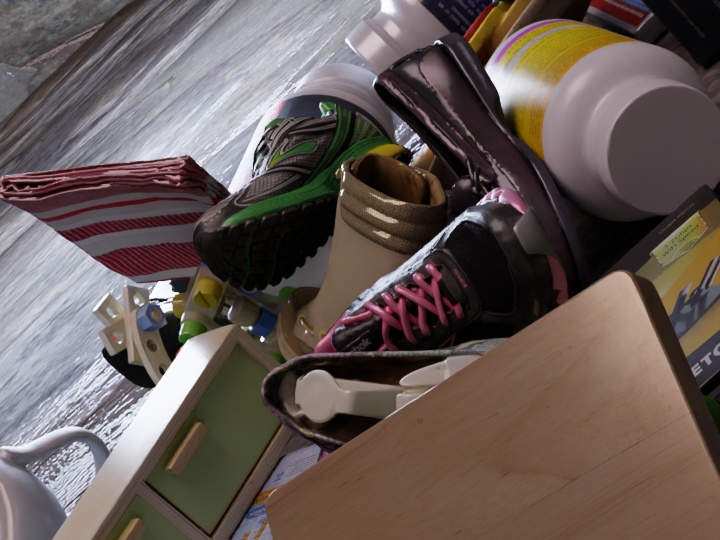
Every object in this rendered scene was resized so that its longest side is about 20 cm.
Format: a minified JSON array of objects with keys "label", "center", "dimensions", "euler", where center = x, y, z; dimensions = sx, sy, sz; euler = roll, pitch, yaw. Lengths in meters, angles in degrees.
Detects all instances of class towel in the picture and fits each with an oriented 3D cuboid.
[{"label":"towel","center":[-0.143,-0.028,1.229],"dimensions":[0.144,0.200,0.023],"euler":[-4,70,20]}]

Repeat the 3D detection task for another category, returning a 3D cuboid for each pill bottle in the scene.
[{"label":"pill bottle","center":[-0.034,-0.072,1.378],"dimensions":[0.119,0.120,0.200],"euler":[-34,23,34]},{"label":"pill bottle","center":[0.145,-0.089,1.052],"dimensions":[0.104,0.104,0.200],"euler":[-47,19,1]},{"label":"pill bottle","center":[0.088,-0.225,1.424],"dimensions":[0.200,0.116,0.116],"euler":[-46,19,5]}]

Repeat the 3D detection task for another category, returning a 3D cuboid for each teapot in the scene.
[{"label":"teapot","center":[-0.275,0.228,1.280],"dimensions":[0.199,0.146,0.198],"euler":[-23,56,17]}]

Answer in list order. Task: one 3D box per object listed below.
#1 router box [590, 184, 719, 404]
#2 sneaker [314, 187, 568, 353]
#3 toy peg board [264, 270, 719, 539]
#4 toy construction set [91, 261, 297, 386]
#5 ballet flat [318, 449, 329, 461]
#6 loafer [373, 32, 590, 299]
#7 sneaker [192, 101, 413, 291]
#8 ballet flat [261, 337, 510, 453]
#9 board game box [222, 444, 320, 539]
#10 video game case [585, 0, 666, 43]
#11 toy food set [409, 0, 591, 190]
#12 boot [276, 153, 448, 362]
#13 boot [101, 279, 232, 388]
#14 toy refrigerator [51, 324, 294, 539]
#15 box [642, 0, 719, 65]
[{"label":"router box","center":[0.130,0.065,0.861],"dimensions":[0.200,0.052,0.157],"euler":[-43,19,11]},{"label":"sneaker","center":[0.034,0.023,0.921],"dimensions":[0.095,0.079,0.200],"euler":[-23,-9,-27]},{"label":"toy peg board","center":[0.087,0.141,0.710],"dimensions":[0.200,0.098,0.200],"euler":[-35,58,27]},{"label":"toy construction set","center":[-0.114,0.052,1.274],"dimensions":[0.200,0.131,0.092],"euler":[-16,47,51]},{"label":"ballet flat","center":[0.013,0.146,0.900],"dimensions":[0.200,0.069,0.071],"euler":[-114,36,-61]},{"label":"loafer","center":[0.069,-0.054,1.042],"dimensions":[0.063,0.072,0.200],"euler":[-20,56,-8]},{"label":"sneaker","center":[-0.051,-0.053,1.186],"dimensions":[0.200,0.085,0.078],"euler":[-35,-21,-51]},{"label":"ballet flat","center":[0.026,0.065,0.839],"dimensions":[0.200,0.071,0.069],"euler":[-3,82,46]},{"label":"board game box","center":[-0.072,0.197,1.048],"dimensions":[0.200,0.041,0.200],"euler":[-25,29,49]},{"label":"video game case","center":[0.250,-0.250,1.277],"dimensions":[0.200,0.017,0.143],"euler":[-45,19,5]},{"label":"toy food set","center":[0.098,-0.140,1.232],"dimensions":[0.198,0.049,0.200],"euler":[-55,-9,-3]},{"label":"boot","center":[0.000,0.000,1.118],"dimensions":[0.200,0.073,0.156],"euler":[-132,46,-67]},{"label":"boot","center":[-0.123,0.015,1.469],"dimensions":[0.203,0.073,0.154],"euler":[-19,31,54]},{"label":"toy refrigerator","center":[-0.114,0.134,1.082],"dimensions":[0.070,0.076,0.200],"euler":[-19,33,55]},{"label":"box","center":[0.240,-0.257,1.117],"dimensions":[0.200,0.148,0.104],"euler":[-39,20,18]}]
